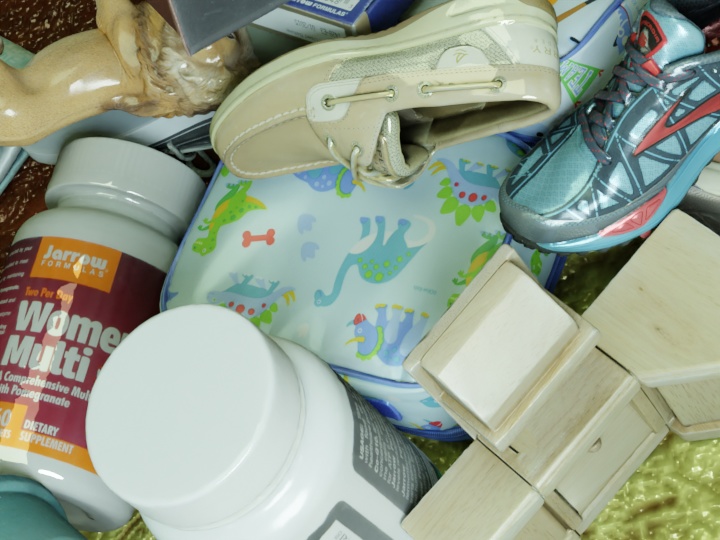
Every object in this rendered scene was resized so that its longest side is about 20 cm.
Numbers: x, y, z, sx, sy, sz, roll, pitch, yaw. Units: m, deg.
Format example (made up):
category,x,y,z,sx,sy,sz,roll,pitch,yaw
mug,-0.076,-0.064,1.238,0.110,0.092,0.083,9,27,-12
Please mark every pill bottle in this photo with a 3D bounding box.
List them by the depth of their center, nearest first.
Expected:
category,x,y,z,sx,sy,sz,roll,pitch,yaw
pill bottle,-0.038,0.099,0.851,0.112,0.200,0.114,-12,59,21
pill bottle,-0.153,0.035,1.001,0.109,0.110,0.201,2,66,28

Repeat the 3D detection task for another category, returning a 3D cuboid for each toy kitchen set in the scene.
category,x,y,z,sx,sy,sz,roll,pitch,yaw
toy kitchen set,0.134,0.086,0.794,0.200,0.163,0.180,-48,54,-3

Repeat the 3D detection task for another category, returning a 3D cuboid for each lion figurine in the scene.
category,x,y,z,sx,sy,sz,roll,pitch,yaw
lion figurine,-0.162,-0.110,1.005,0.199,0.073,0.123,-26,60,-5

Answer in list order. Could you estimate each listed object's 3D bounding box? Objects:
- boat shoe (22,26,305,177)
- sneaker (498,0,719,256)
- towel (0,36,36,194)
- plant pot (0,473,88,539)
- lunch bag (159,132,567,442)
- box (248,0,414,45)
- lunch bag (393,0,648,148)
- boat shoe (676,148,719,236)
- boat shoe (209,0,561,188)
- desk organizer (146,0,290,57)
category,x,y,z,sx,sy,sz,roll,pitch,yaw
boat shoe,-0.106,-0.098,1.074,0.198,0.068,0.074,-20,53,9
sneaker,0.140,-0.092,0.852,0.200,0.096,0.079,-38,48,0
towel,-0.305,-0.079,1.178,0.171,0.048,0.201,29,79,34
plant pot,-0.142,0.232,0.851,0.195,0.200,0.201,28,79,27
lunch bag,0.000,0.000,0.957,0.199,0.083,0.162,10,67,30
box,0.004,-0.201,0.978,0.121,0.033,0.200,21,58,29
lunch bag,0.071,-0.147,0.983,0.199,0.076,0.160,24,58,36
boat shoe,0.235,-0.040,0.866,0.199,0.076,0.072,20,73,32
boat shoe,0.009,-0.077,0.895,0.199,0.072,0.065,-17,65,27
desk organizer,-0.029,-0.200,0.918,0.199,0.072,0.077,-31,47,-14
